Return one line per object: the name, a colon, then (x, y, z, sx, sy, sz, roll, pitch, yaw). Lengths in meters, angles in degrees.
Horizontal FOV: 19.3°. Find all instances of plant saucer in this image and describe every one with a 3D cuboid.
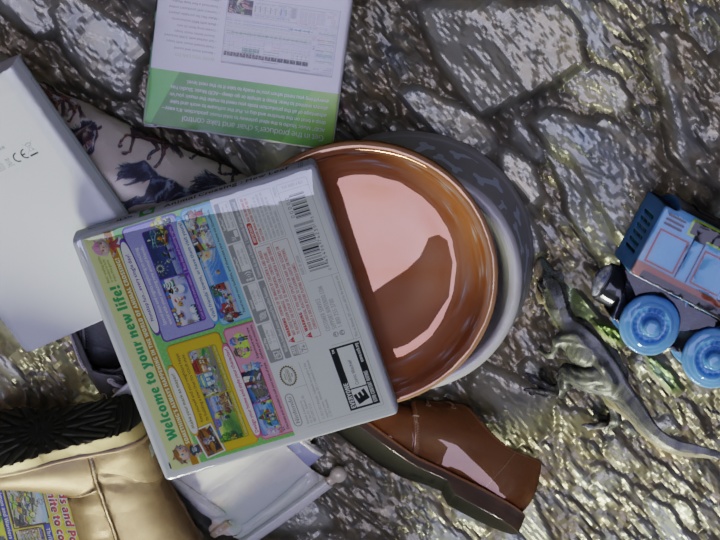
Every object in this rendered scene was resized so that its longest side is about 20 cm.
plant saucer: (0.000, 0.000, 1.539, 0.198, 0.037, 0.202, 0, 108, 0)

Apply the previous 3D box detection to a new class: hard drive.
hard drive: (-0.242, -0.044, 1.520, 0.131, 0.026, 0.201, -22, 117, 23)

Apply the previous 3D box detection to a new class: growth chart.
growth chart: (-0.099, 0.128, 1.626, 0.144, 0.018, 0.200, -32, 120, 11)

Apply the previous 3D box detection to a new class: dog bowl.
dog bowl: (0.033, -0.001, 1.587, 0.198, 0.059, 0.202, 0, 109, 1)

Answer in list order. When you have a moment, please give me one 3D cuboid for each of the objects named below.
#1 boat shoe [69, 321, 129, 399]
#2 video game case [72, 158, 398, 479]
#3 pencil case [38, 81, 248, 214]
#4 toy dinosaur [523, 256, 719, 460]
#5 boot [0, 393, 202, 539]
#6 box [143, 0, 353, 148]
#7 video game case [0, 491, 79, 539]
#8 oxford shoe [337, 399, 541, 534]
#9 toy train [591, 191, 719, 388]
boat shoe: (-0.194, 0.045, 1.607, 0.066, 0.057, 0.201, -23, 106, 8)
video game case: (-0.087, 0.037, 1.518, 0.181, 0.022, 0.201, -17, 111, 7)
pencil case: (-0.170, -0.067, 1.561, 0.199, 0.089, 0.078, 24, 79, -7)
toy dinosaur: (0.179, 0.085, 1.602, 0.200, 0.047, 0.088, 48, 144, 1)
boot: (-0.211, 0.197, 1.622, 0.174, 0.066, 0.201, -7, 125, 11)
box: (-0.077, -0.195, 1.539, 0.143, 0.036, 0.202, 8, 107, -1)
video game case: (-0.295, 0.236, 1.690, 0.179, 0.026, 0.202, -10, 107, 5)
oxford shoe: (0.048, 0.126, 1.636, 0.199, 0.071, 0.072, 30, 76, -5)
toy train: (0.273, 0.027, 1.579, 0.199, 0.087, 0.115, 27, 101, -7)
